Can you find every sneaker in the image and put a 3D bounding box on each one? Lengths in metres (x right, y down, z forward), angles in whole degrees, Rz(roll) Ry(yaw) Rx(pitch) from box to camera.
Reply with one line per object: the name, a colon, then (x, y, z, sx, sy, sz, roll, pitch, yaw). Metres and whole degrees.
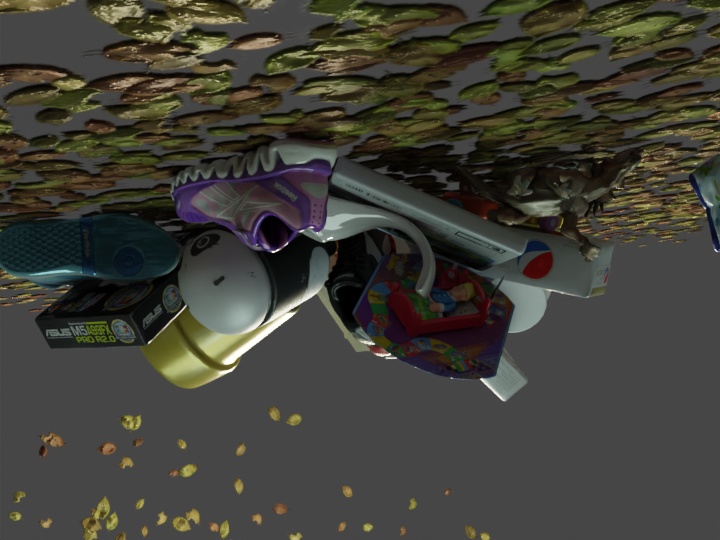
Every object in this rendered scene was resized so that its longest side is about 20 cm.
sneaker: (0.000, 0.000, 1.134, 0.070, 0.202, 0.098, -26, 149, 29)
sneaker: (-0.100, -0.058, 0.855, 0.199, 0.089, 0.080, -10, 176, 42)
sneaker: (-0.308, -0.019, 1.096, 0.198, 0.080, 0.131, 4, 172, -8)

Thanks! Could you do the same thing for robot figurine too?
robot figurine: (-0.116, -0.008, 1.071, 0.124, 0.152, 0.200, 20, -149, 30)

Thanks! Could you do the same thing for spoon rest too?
spoon rest: (-0.006, -0.045, 0.960, 0.199, 0.061, 0.099, 30, 173, 15)

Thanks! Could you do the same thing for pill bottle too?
pill bottle: (0.195, -0.005, 1.256, 0.111, 0.113, 0.200, -7, -154, 8)

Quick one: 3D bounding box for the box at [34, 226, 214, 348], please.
box: (-0.263, 0.018, 1.126, 0.159, 0.045, 0.200, -4, -150, 33)

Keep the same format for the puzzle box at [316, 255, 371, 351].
puzzle box: (-0.038, 0.019, 1.263, 0.025, 0.201, 0.133, -34, -178, -13)

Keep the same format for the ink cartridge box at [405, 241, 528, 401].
ink cartridge box: (0.108, 0.047, 1.158, 0.045, 0.200, 0.177, -40, -147, 8)

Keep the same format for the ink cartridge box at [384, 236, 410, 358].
ink cartridge box: (0.089, 0.015, 1.302, 0.083, 0.202, 0.145, -5, 177, 24)

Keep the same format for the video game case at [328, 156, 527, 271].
video game case: (0.059, -0.053, 0.981, 0.199, 0.022, 0.182, 23, 173, -3)

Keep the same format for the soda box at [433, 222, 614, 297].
soda box: (0.188, -0.020, 1.105, 0.199, 0.064, 0.068, 12, -170, 30)

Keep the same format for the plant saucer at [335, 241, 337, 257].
plant saucer: (-0.102, -0.028, 1.533, 0.198, 0.033, 0.200, -6, 174, -1)

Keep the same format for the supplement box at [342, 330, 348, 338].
supplement box: (0.051, 0.027, 1.623, 0.199, 0.127, 0.073, -18, -177, -35)

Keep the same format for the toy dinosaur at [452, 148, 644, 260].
toy dinosaur: (0.201, -0.087, 1.023, 0.198, 0.087, 0.136, 7, -151, 11)

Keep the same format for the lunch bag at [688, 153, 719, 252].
lunch bag: (0.495, -0.101, 1.021, 0.198, 0.128, 0.170, -19, 176, -16)

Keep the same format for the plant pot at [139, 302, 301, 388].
plant pot: (-0.191, 0.034, 1.294, 0.188, 0.202, 0.201, -24, 170, 16)

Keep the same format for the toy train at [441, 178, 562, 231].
toy train: (0.176, -0.087, 1.136, 0.149, 0.056, 0.200, 12, -170, 23)

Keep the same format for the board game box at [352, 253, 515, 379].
board game box: (0.084, 0.028, 0.981, 0.157, 0.039, 0.200, 22, -146, 6)
